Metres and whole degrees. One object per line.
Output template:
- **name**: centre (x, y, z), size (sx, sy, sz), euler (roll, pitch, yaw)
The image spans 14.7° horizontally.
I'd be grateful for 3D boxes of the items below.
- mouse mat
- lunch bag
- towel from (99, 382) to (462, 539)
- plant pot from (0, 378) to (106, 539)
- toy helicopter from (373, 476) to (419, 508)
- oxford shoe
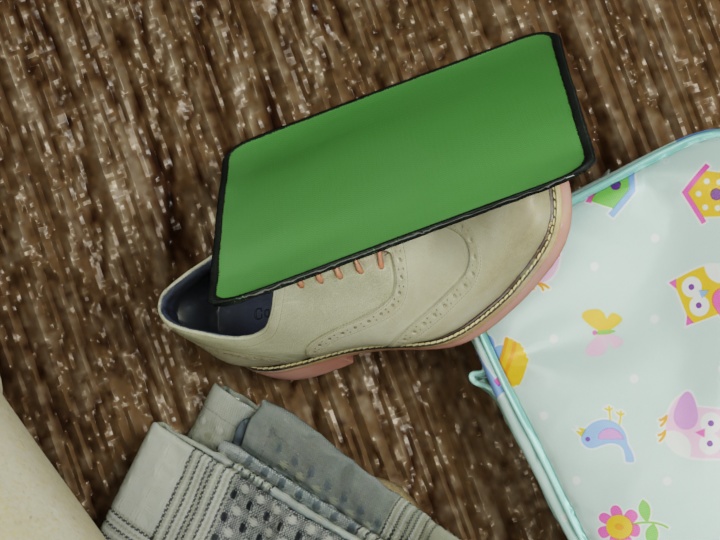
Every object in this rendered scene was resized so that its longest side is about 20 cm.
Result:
- **mouse mat**: centre (0.014, -0.045, 1.147), size (0.160, 0.200, 0.008), euler (-20, 110, 7)
- **lunch bag**: centre (0.137, 0.049, 1.175), size (0.160, 0.077, 0.200), euler (-27, 81, 11)
- **towel**: centre (-0.050, 0.165, 1.180), size (0.192, 0.035, 0.200), euler (30, 90, 36)
- **plant pot**: centre (-0.177, 0.139, 1.143), size (0.183, 0.200, 0.201), euler (44, 93, 14)
- **toy helicopter**: centre (0.042, 0.178, 1.184), size (0.132, 0.079, 0.201), euler (-25, 76, 8)
- **oxford shoe**: centre (0.000, 0.000, 1.154), size (0.200, 0.074, 0.071), euler (-27, 65, 38)
